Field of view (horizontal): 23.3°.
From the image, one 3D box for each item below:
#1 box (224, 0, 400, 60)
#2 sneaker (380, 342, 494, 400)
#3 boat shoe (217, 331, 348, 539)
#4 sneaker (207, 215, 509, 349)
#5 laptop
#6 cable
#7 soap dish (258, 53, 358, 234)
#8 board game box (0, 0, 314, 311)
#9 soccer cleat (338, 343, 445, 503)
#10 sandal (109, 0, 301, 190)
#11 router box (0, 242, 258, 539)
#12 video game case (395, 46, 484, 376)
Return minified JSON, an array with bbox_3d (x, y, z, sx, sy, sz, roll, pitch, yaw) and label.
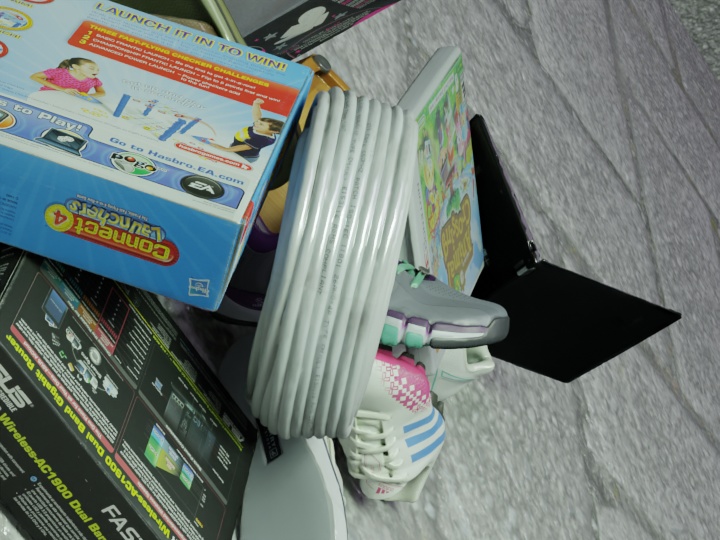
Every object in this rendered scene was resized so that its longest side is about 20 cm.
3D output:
[{"bbox_3d":[-0.054,-0.237,1.260,0.115,0.200,0.132,-3,69,-67],"label":"box"},{"bbox_3d":[0.031,0.042,1.327,0.200,0.080,0.071,35,38,-50],"label":"sneaker"},{"bbox_3d":[-0.037,0.134,1.088,0.070,0.071,0.200,34,30,-48],"label":"boat shoe"},{"bbox_3d":[0.000,0.000,1.125,0.074,0.199,0.088,-60,157,-86],"label":"sneaker"},{"bbox_3d":[0.134,-0.011,1.436,0.116,0.187,0.200,-14,77,-29],"label":"laptop"},{"bbox_3d":[-0.016,-0.001,0.986,0.200,0.069,0.200,-98,-159,-84],"label":"cable"},{"bbox_3d":[-0.034,-0.069,1.244,0.157,0.081,0.200,46,24,-4],"label":"soap dish"},{"bbox_3d":[-0.141,-0.078,0.926,0.200,0.056,0.196,19,30,0],"label":"board game box"},{"bbox_3d":[0.016,0.108,1.189,0.200,0.070,0.087,49,51,-64],"label":"soccer cleat"},{"bbox_3d":[-0.110,-0.128,1.037,0.201,0.080,0.057,51,47,-4],"label":"sandal"},{"bbox_3d":[-0.140,0.073,0.915,0.200,0.062,0.150,55,22,-24],"label":"router box"},{"bbox_3d":[0.055,-0.048,1.265,0.200,0.022,0.183,-59,144,-63],"label":"video game case"}]
